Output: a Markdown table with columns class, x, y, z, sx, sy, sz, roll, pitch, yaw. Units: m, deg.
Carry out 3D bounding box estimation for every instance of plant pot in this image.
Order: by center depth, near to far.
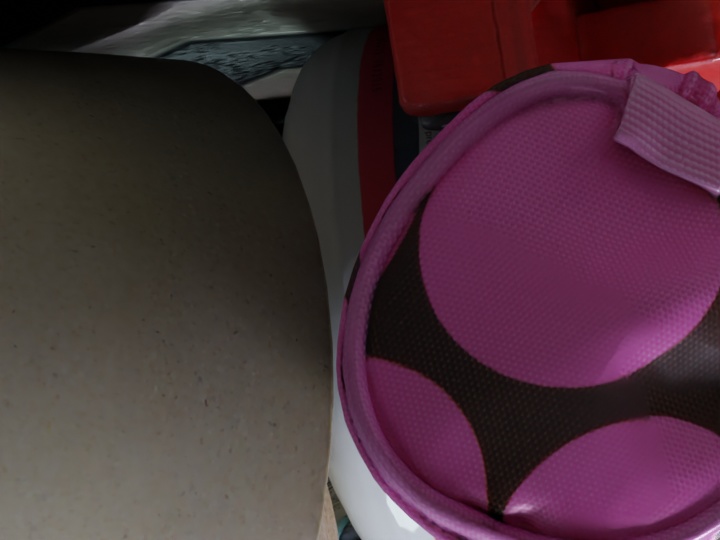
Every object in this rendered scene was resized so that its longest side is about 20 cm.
| class | x | y | z | sx | sy | sz | roll | pitch | yaw |
| --- | --- | --- | --- | --- | --- | --- | --- | --- | --- |
| plant pot | -0.139 | 0.027 | 0.605 | 0.199 | 0.189 | 0.187 | 12 | 166 | -33 |

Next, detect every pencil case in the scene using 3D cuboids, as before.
| class | x | y | z | sx | sy | sz | roll | pitch | yaw |
| --- | --- | --- | --- | --- | --- | --- | --- | --- | --- |
| pencil case | 0.042 | 0.012 | 0.539 | 0.094 | 0.091 | 0.200 | -53 | 176 | -1 |

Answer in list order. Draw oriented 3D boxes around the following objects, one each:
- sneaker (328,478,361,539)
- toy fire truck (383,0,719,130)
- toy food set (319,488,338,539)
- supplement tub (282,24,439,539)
| class | x | y | z | sx | sy | sz | roll | pitch | yaw |
| --- | --- | --- | --- | --- | --- | --- | --- | --- | --- |
| sneaker | -0.015 | 0.076 | 0.793 | 0.199 | 0.078 | 0.086 | -20 | -160 | -3 |
| toy fire truck | 0.079 | -0.061 | 0.529 | 0.140 | 0.049 | 0.200 | -10 | 176 | 22 |
| toy food set | -0.072 | 0.099 | 0.708 | 0.048 | 0.201 | 0.198 | 10 | -151 | -33 |
| supplement tub | 0.089 | -0.005 | 0.702 | 0.198 | 0.142 | 0.140 | -9 | 176 | 12 |
